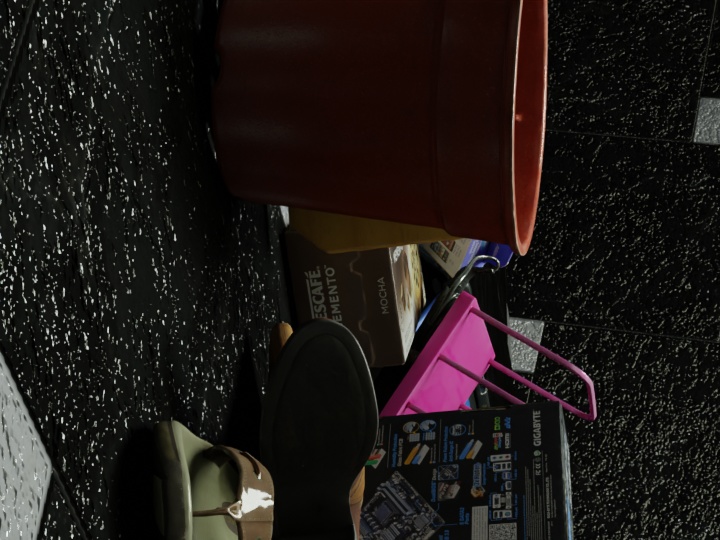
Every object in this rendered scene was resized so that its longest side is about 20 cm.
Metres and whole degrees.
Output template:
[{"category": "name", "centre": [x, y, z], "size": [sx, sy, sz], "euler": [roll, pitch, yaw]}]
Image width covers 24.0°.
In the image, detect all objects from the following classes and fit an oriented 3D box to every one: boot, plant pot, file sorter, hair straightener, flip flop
[{"category": "boot", "centre": [-0.029, 0.081, 1.027], "size": [0.200, 0.068, 0.190], "euler": [-106, -173, -65]}, {"category": "plant pot", "centre": [0.015, -0.116, 1.092], "size": [0.201, 0.194, 0.203], "euler": [4, 90, -79]}, {"category": "file sorter", "centre": [0.087, 0.151, 1.355], "size": [0.201, 0.125, 0.139], "euler": [-55, 159, -13]}, {"category": "hair straightener", "centre": [0.053, 0.070, 1.380], "size": [0.200, 0.041, 0.077], "euler": [-53, -178, -5]}, {"category": "flip flop", "centre": [-0.069, 0.126, 0.891], "size": [0.200, 0.057, 0.082], "euler": [58, 27, -71]}]

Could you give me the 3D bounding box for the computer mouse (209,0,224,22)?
[{"category": "computer mouse", "centre": [-0.079, -0.213, 1.173], "size": [0.200, 0.034, 0.059], "euler": [-64, 162, -64]}]

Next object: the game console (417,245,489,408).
[{"category": "game console", "centre": [0.051, 0.100, 1.556], "size": [0.171, 0.118, 0.201], "euler": [40, -33, 54]}]

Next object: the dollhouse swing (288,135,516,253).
[{"category": "dollhouse swing", "centre": [0.035, -0.116, 1.261], "size": [0.182, 0.198, 0.177], "euler": [-47, 130, -78]}]

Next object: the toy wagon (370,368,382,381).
[{"category": "toy wagon", "centre": [0.025, 0.098, 1.573], "size": [0.201, 0.039, 0.156], "euler": [-83, 164, -56]}]

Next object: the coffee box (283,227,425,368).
[{"category": "coffee box", "centre": [0.000, 0.000, 1.346], "size": [0.200, 0.079, 0.114], "euler": [-59, 142, -77]}]

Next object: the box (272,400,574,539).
[{"category": "box", "centre": [0.040, 0.175, 1.109], "size": [0.201, 0.197, 0.050], "euler": [-85, 164, -52]}]

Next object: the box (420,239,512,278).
[{"category": "box", "centre": [0.059, -0.087, 1.431], "size": [0.200, 0.041, 0.119], "euler": [48, -38, 26]}]
